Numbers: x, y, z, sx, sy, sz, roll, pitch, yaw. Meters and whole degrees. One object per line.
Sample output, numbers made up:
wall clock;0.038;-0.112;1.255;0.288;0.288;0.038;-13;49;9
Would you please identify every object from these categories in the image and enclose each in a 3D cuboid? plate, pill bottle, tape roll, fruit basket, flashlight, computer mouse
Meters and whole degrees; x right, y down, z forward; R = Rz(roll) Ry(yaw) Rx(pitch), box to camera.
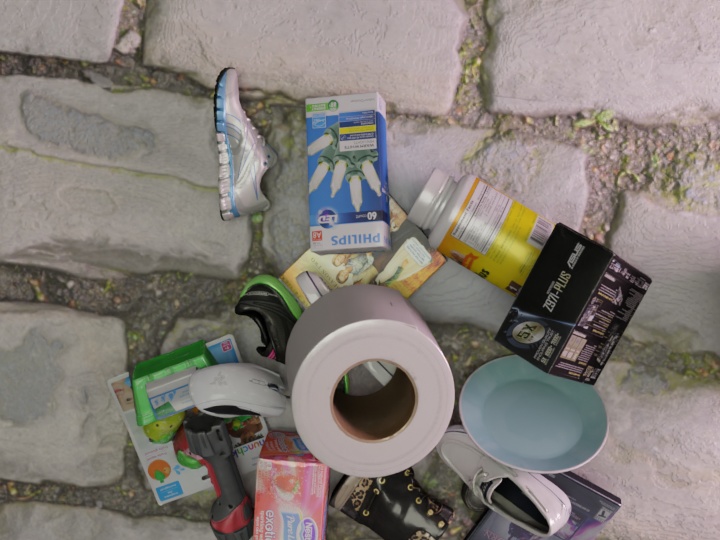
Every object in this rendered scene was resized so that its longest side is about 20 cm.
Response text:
plate;0.225;0.191;1.367;0.196;0.202;0.026;5;132;4
pill bottle;0.164;-0.052;1.372;0.198;0.109;0.110;31;96;1
tape roll;0.008;0.134;1.298;0.198;0.139;0.207;-2;107;-6
fruit basket;-0.227;0.209;1.429;0.182;0.094;0.203;-19;102;-3
flashlight;-0.191;0.280;1.409;0.067;0.068;0.203;-23;120;-14
computer mouse;-0.130;0.159;1.380;0.197;0.044;0.111;7;56;-32

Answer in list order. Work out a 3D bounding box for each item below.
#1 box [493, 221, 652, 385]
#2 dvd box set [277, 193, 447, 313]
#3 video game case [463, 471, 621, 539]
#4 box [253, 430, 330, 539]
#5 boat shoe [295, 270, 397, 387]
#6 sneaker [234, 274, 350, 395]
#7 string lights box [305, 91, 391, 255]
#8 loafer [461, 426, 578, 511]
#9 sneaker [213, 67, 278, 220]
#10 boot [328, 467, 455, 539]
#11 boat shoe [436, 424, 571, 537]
box;0.273;0.048;1.321;0.085;0.199;0.166;31;97;29
dvd box set;0.000;0.000;1.428;0.200;0.029;0.147;-42;91;6
video game case;0.236;0.345;1.402;0.141;0.019;0.202;28;117;-4
box;-0.093;0.332;1.414;0.093;0.103;0.204;5;102;3
boat shoe;-0.003;0.067;1.382;0.066;0.072;0.200;-41;99;1
sneaker;-0.092;0.100;1.395;0.200;0.077;0.084;47;67;2
string lights box;-0.016;-0.126;1.383;0.101;0.059;0.204;-4;83;11
loafer;0.217;0.259;1.412;0.200;0.072;0.073;-42;92;7
sneaker;-0.155;-0.172;1.413;0.085;0.075;0.204;-5;100;-6
boot;0.068;0.288;1.425;0.150;0.073;0.201;40;98;0
boat shoe;0.175;0.268;1.337;0.198;0.065;0.075;27;115;25
